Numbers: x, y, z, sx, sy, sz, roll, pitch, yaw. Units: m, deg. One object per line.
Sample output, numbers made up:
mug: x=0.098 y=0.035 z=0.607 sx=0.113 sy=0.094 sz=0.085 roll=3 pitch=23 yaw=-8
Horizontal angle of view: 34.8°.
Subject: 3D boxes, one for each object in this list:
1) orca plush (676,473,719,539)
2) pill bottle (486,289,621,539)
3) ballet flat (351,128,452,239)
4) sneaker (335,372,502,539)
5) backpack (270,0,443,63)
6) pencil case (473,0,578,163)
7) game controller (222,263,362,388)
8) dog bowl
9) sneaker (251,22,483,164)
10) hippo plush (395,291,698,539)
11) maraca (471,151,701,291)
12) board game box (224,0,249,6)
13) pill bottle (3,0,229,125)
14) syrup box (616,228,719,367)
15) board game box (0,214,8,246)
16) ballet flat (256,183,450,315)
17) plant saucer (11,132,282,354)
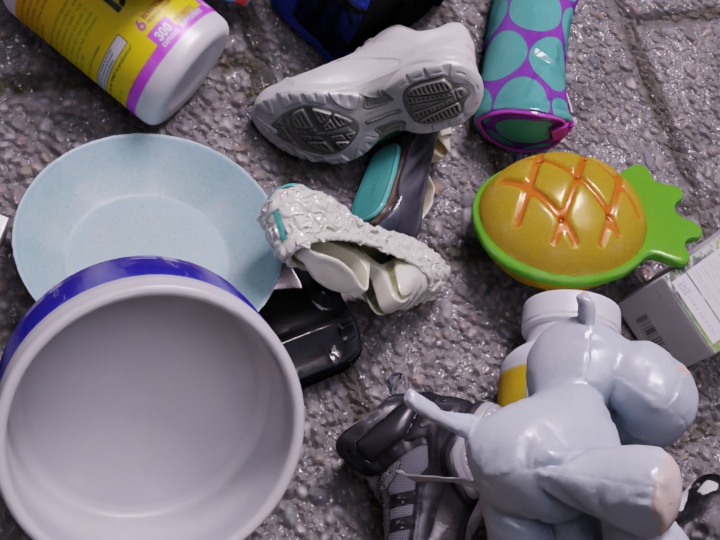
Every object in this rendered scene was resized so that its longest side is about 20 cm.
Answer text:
orca plush: x=0.263 y=0.241 z=0.914 sx=0.199 sy=0.071 sz=0.105 roll=-38 pitch=86 yaw=-29
pill bottle: x=0.160 y=0.123 z=0.900 sx=0.111 sy=0.112 sz=0.202 roll=15 pitch=64 yaw=-14
ballet flat: x=0.041 y=-0.098 z=0.977 sx=0.072 sy=0.073 sz=0.202 roll=22 pitch=57 yaw=-11
sneaker: x=0.027 y=0.177 z=0.854 sx=0.113 sy=0.075 sz=0.202 roll=21 pitch=85 yaw=22
backpack: x=0.007 y=-0.292 z=0.961 sx=0.168 sy=0.200 sz=0.163 roll=42 pitch=62 yaw=0
pencil case: x=0.158 y=-0.204 z=1.048 sx=0.091 sy=0.085 sz=0.202 roll=10 pitch=65 yaw=1
game controller: x=-0.096 y=0.054 z=0.880 sx=0.198 sy=0.042 sz=0.105 roll=-19 pitch=62 yaw=-26
dog bowl: x=-0.141 y=0.095 z=0.761 sx=0.198 sy=0.079 sz=0.203 roll=-5 pitch=107 yaw=-16
sneaker: x=0.007 y=-0.152 z=0.948 sx=0.198 sy=0.078 sz=0.100 roll=-8 pitch=44 yaw=17
hippo plush: x=0.144 y=0.119 z=0.786 sx=0.198 sy=0.161 sz=0.161 roll=19 pitch=44 yaw=16
maraca: x=0.191 y=-0.043 z=0.976 sx=0.197 sy=0.108 sz=0.138 roll=-4 pitch=54 yaw=-13
board game box: x=-0.183 y=-0.299 z=0.892 sx=0.200 sy=0.056 sz=0.196 roll=43 pitch=18 yaw=10
pill bottle: x=-0.208 y=-0.214 z=0.903 sx=0.199 sy=0.104 sz=0.105 roll=39 pitch=61 yaw=-2
syrup box: x=0.333 y=0.006 z=1.030 sx=0.199 sy=0.081 sz=0.079 roll=-31 pitch=84 yaw=-28
board game box: x=-0.343 y=0.031 z=0.793 sx=0.133 sy=0.034 sz=0.202 roll=21 pitch=63 yaw=-12
ballet flat: x=0.000 y=0.000 z=0.881 sx=0.199 sy=0.071 sz=0.073 roll=25 pitch=59 yaw=-41
plant saucer: x=-0.158 y=-0.015 z=0.863 sx=0.198 sy=0.039 sz=0.203 roll=7 pitch=54 yaw=-9
